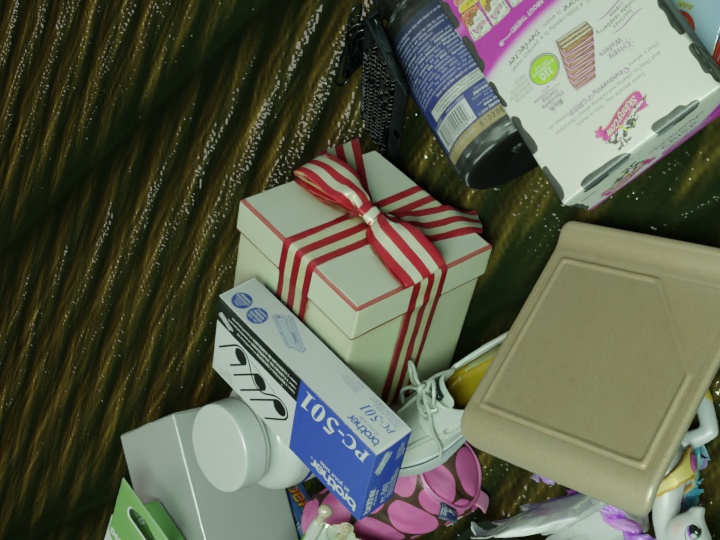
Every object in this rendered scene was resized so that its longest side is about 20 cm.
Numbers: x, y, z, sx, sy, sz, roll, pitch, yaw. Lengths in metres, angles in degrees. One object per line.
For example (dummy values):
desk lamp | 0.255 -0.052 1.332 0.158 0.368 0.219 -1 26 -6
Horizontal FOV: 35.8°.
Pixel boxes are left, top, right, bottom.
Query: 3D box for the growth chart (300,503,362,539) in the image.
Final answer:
growth chart | 0.013 0.311 1.072 0.145 0.199 0.018 -54 18 28

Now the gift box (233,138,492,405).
gift box | 0.000 0.000 1.011 0.184 0.199 0.188 38 137 26

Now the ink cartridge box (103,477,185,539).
ink cartridge box | -0.216 0.309 1.136 0.104 0.059 0.201 45 127 33

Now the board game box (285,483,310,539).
board game box | -0.081 0.321 1.240 0.201 0.034 0.136 56 130 24

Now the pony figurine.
pony figurine | 0.197 0.159 0.876 0.192 0.166 0.202 -16 69 34

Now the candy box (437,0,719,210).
candy box | 0.160 -0.165 0.809 0.136 0.061 0.201 -37 69 26

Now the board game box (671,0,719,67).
board game box | 0.219 -0.270 0.833 0.199 0.056 0.197 32 118 37

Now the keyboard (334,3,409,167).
keyboard | 0.004 -0.160 0.996 0.200 0.039 0.105 97 152 -75

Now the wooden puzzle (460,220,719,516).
wooden puzzle | 0.186 0.067 0.841 0.184 0.037 0.201 15 74 49

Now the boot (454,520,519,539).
boot | 0.085 0.336 1.030 0.073 0.154 0.205 23 72 14

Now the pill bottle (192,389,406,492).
pill bottle | -0.059 0.144 1.072 0.112 0.199 0.113 12 108 44

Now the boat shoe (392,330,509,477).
boat shoe | 0.076 0.110 0.966 0.201 0.086 0.075 -31 50 20

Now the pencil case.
pencil case | 0.031 0.228 1.086 0.093 0.091 0.200 38 136 -17

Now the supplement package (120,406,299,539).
supplement package | -0.158 0.250 1.198 0.121 0.119 0.202 -24 78 47

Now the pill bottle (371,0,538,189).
pill bottle | 0.088 -0.179 0.939 0.112 0.111 0.201 -43 67 40

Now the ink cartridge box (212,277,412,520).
ink cartridge box | -0.046 0.105 0.931 0.200 0.044 0.094 41 141 27
